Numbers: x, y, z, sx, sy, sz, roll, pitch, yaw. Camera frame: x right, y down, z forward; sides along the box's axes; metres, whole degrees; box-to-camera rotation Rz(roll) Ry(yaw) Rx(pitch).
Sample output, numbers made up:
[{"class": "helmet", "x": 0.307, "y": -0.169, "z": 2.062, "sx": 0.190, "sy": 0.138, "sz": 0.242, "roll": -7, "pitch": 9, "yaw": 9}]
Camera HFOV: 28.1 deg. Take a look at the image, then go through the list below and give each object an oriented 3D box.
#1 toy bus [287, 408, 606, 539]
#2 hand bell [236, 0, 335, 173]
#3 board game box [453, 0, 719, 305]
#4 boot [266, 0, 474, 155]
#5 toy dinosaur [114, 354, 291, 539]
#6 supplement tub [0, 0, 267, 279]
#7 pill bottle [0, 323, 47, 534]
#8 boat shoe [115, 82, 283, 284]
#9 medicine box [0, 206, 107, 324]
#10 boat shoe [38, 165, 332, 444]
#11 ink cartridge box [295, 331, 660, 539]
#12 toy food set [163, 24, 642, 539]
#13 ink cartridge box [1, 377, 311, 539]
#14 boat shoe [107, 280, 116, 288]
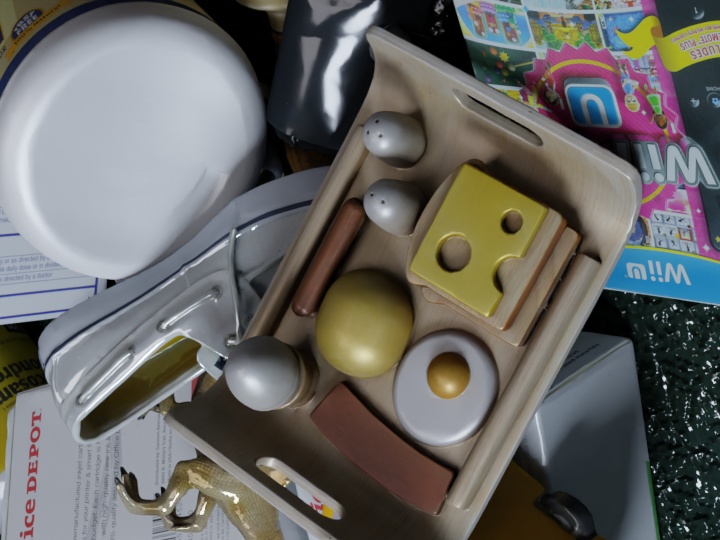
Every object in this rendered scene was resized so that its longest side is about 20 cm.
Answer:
[{"class": "toy bus", "x": 0.045, "y": 0.123, "z": 0.671, "sx": 0.199, "sy": 0.065, "sz": 0.079, "roll": 38, "pitch": 140, "yaw": 26}, {"class": "hand bell", "x": -0.036, "y": -0.123, "z": 0.777, "sx": 0.104, "sy": 0.104, "sz": 0.202, "roll": 25, "pitch": 139, "yaw": 38}, {"class": "board game box", "x": 0.120, "y": -0.089, "z": 0.590, "sx": 0.147, "sy": 0.064, "sz": 0.202, "roll": 8, "pitch": 127, "yaw": 45}, {"class": "boot", "x": -0.023, "y": -0.131, "z": 0.664, "sx": 0.077, "sy": 0.198, "sz": 0.169, "roll": -116, "pitch": 33, "yaw": -47}, {"class": "toy dinosaur", "x": -0.072, "y": 0.109, "z": 0.762, "sx": 0.100, "sy": 0.058, "sz": 0.202, "roll": -17, "pitch": 84, "yaw": 18}, {"class": "supplement tub", "x": -0.147, "y": -0.101, "z": 0.777, "sx": 0.200, "sy": 0.143, "sz": 0.146, "roll": -133, "pitch": 39, "yaw": -51}, {"class": "pill bottle", "x": -0.263, "y": 0.133, "z": 1.114, "sx": 0.200, "sy": 0.111, "sz": 0.113, "roll": 46, "pitch": 136, "yaw": 21}, {"class": "boat shoe", "x": -0.102, "y": -0.028, "z": 0.877, "sx": 0.200, "sy": 0.072, "sz": 0.063, "roll": -53, "pitch": 45, "yaw": 42}, {"class": "medicine box", "x": -0.258, "y": -0.071, "z": 0.920, "sx": 0.103, "sy": 0.181, "sz": 0.202, "roll": 34, "pitch": 123, "yaw": 49}, {"class": "boat shoe", "x": -0.068, "y": 0.029, "z": 0.716, "sx": 0.201, "sy": 0.075, "sz": 0.087, "roll": -29, "pitch": 59, "yaw": 8}, {"class": "ink cartridge box", "x": 0.053, "y": 0.105, "z": 0.772, "sx": 0.199, "sy": 0.084, "sz": 0.148, "roll": 6, "pitch": 115, "yaw": 46}, {"class": "toy food set", "x": 0.014, "y": 0.014, "z": 0.615, "sx": 0.143, "sy": 0.060, "sz": 0.201, "roll": 31, "pitch": 97, "yaw": 26}, {"class": "ink cartridge box", "x": -0.122, "y": 0.135, "z": 0.892, "sx": 0.198, "sy": 0.083, "sz": 0.148, "roll": -16, "pitch": 64, "yaw": 30}, {"class": "boat shoe", "x": -0.151, "y": 0.065, "z": 0.998, "sx": 0.073, "sy": 0.063, "sz": 0.204, "roll": 15, "pitch": 118, "yaw": 46}]
